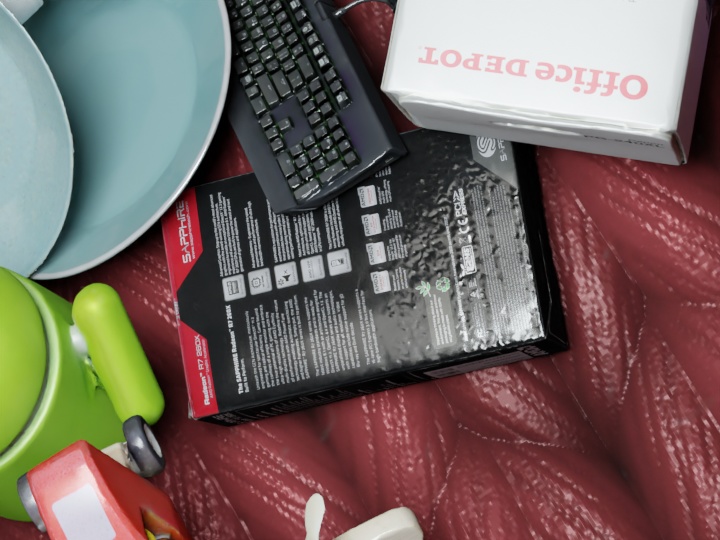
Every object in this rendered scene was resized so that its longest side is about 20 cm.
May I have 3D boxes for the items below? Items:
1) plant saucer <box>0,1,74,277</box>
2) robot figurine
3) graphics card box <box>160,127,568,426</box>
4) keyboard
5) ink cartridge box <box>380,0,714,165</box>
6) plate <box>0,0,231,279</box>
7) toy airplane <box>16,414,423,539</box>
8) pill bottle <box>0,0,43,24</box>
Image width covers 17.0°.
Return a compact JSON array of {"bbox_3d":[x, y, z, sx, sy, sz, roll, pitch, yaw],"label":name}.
[{"bbox_3d":[-0.233,-0.080,1.277,0.200,0.039,0.202,9,115,19],"label":"plant saucer"},{"bbox_3d":[-0.187,0.061,1.226,0.174,0.200,0.116,-20,67,15],"label":"robot figurine"},{"bbox_3d":[0.000,0.000,1.251,0.199,0.051,0.126,-15,76,18],"label":"graphics card box"},{"bbox_3d":[-0.025,-0.131,1.269,0.127,0.021,0.201,-31,58,8],"label":"keyboard"},{"bbox_3d":[0.103,-0.162,1.179,0.144,0.083,0.201,9,83,13],"label":"ink cartridge box"},{"bbox_3d":[-0.143,-0.087,1.305,0.199,0.026,0.202,-15,62,31],"label":"plate"},{"bbox_3d":[-0.087,0.185,1.174,0.141,0.198,0.201,-112,39,-57],"label":"toy airplane"},{"bbox_3d":[-0.140,-0.223,1.280,0.200,0.113,0.113,-43,70,-7],"label":"pill bottle"}]
